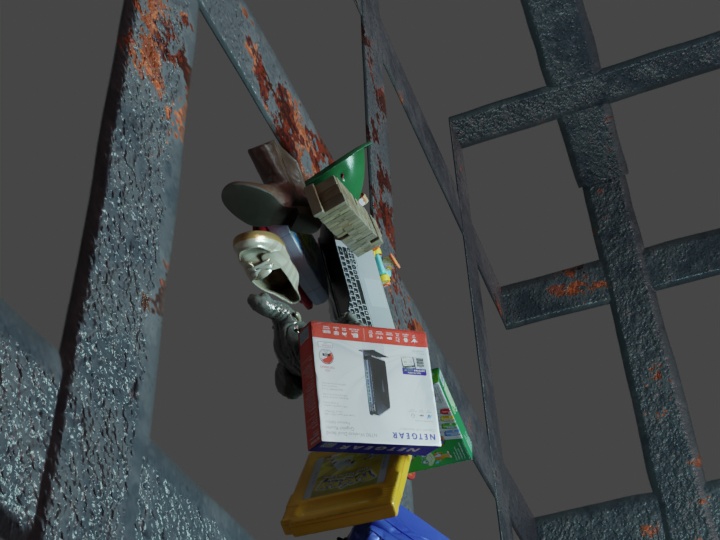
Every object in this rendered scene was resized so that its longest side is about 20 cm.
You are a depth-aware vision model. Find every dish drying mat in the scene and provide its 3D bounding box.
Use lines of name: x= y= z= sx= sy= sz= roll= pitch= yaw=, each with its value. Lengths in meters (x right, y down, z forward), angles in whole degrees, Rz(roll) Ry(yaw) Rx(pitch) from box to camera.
dish drying mat: x=-0.130 y=-0.016 z=1.726 sx=0.201 sy=0.018 sz=0.078 roll=56 pitch=20 yaw=-48

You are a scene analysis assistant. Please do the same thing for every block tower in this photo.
block tower: x=-0.022 y=-0.085 z=1.676 sx=0.200 sy=0.057 sz=0.055 roll=40 pitch=24 yaw=-61

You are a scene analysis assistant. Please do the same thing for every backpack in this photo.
backpack: x=0.019 y=0.453 z=1.490 sx=0.162 sy=0.202 sz=0.167 roll=34 pitch=11 yaw=18

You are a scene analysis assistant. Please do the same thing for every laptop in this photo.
laptop: x=0.000 y=0.000 z=1.775 sx=0.198 sy=0.116 sz=0.189 roll=9 pitch=55 yaw=-41

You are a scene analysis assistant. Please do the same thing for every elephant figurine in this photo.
elephant figurine: x=-0.080 y=0.130 z=1.593 sx=0.199 sy=0.155 sz=0.143 roll=5 pitch=112 yaw=-48

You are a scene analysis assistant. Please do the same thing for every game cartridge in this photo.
game cartridge: x=-0.016 y=0.311 z=1.522 sx=0.200 sy=0.174 sz=0.033 roll=-62 pitch=135 yaw=-69
game cartridge: x=-0.107 y=-0.044 z=1.754 sx=0.134 sy=0.040 sz=0.201 roll=-93 pitch=158 yaw=-53

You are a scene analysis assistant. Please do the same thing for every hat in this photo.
hat: x=-0.019 y=-0.109 z=1.892 sx=0.177 sy=0.199 sz=0.165 roll=59 pitch=32 yaw=-4

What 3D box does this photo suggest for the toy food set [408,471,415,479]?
toy food set: x=0.078 y=0.320 z=2.095 sx=0.200 sy=0.048 sz=0.201 roll=-89 pitch=159 yaw=-45

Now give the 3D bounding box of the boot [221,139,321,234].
boot: x=-0.160 y=-0.152 z=1.664 sx=0.185 sy=0.064 sz=0.201 roll=21 pitch=32 yaw=-36

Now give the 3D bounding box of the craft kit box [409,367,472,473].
craft kit box: x=0.081 y=0.280 z=1.865 sx=0.049 sy=0.195 sz=0.202 roll=-79 pitch=150 yaw=-53

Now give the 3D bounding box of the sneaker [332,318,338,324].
sneaker: x=-0.039 y=0.134 z=1.799 sx=0.198 sy=0.080 sz=0.131 roll=2 pitch=33 yaw=-41

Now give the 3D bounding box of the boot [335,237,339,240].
boot: x=-0.013 y=-0.023 z=2.064 sx=0.155 sy=0.073 sz=0.202 roll=-99 pitch=178 yaw=-61

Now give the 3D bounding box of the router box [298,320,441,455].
router box: x=0.013 y=0.173 z=1.513 sx=0.197 sy=0.049 sz=0.182 roll=7 pitch=62 yaw=-27

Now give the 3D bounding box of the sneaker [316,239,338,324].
sneaker: x=-0.026 y=0.027 z=1.925 sx=0.075 sy=0.081 sz=0.203 roll=21 pitch=50 yaw=-72

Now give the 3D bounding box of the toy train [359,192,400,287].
toy train: x=0.024 y=-0.065 z=1.991 sx=0.151 sy=0.055 sz=0.201 roll=-92 pitch=156 yaw=-52

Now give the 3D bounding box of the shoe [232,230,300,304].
shoe: x=-0.136 y=-0.004 z=1.591 sx=0.200 sy=0.069 sz=0.054 roll=50 pitch=20 yaw=-62
